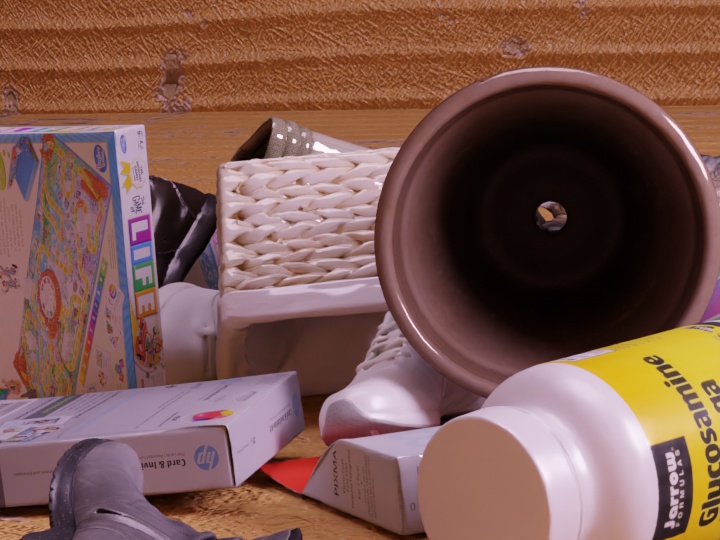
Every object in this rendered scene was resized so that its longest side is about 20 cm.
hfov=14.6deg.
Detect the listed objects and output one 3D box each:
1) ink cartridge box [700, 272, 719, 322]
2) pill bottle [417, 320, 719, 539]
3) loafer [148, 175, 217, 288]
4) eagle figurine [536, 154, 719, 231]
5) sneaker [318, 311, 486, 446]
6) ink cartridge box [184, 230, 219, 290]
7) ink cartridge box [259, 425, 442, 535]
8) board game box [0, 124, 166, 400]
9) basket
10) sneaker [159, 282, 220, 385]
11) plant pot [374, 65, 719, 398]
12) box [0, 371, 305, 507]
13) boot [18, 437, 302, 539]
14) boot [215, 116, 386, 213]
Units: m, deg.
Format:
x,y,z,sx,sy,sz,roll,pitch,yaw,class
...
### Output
x,y,z,sx,sy,sz,roll,pitch,yaw,class
0.248,0.009,1.683,0.200,0.059,0.104,-50,24,-14,ink cartridge box
0.125,0.093,1.362,0.112,0.113,0.200,4,12,45,pill bottle
-0.165,0.007,1.989,0.071,0.073,0.200,33,44,-6,loafer
0.198,-0.018,2.067,0.151,0.152,0.200,16,-12,-40,eagle figurine
0.026,0.060,1.706,0.070,0.080,0.200,-12,1,27,sneaker
-0.124,-0.005,2.144,0.200,0.088,0.145,3,6,-18,ink cartridge box
0.050,0.099,1.584,0.160,0.047,0.200,-7,10,-25,ink cartridge box
-0.193,0.008,1.793,0.134,0.200,0.034,1,10,30,board game box
0.000,0.000,1.860,0.200,0.124,0.136,-4,-26,-5,basket
-0.084,0.049,1.946,0.088,0.075,0.200,14,15,28,sneaker
0.114,-0.028,1.690,0.200,0.200,0.175,-3,6,6,plant pot
-0.148,0.100,1.653,0.200,0.041,0.156,-7,7,14,box
-0.089,0.138,1.365,0.131,0.070,0.200,0,19,5,boot
-0.030,-0.027,1.988,0.154,0.072,0.200,11,-41,-17,boot
